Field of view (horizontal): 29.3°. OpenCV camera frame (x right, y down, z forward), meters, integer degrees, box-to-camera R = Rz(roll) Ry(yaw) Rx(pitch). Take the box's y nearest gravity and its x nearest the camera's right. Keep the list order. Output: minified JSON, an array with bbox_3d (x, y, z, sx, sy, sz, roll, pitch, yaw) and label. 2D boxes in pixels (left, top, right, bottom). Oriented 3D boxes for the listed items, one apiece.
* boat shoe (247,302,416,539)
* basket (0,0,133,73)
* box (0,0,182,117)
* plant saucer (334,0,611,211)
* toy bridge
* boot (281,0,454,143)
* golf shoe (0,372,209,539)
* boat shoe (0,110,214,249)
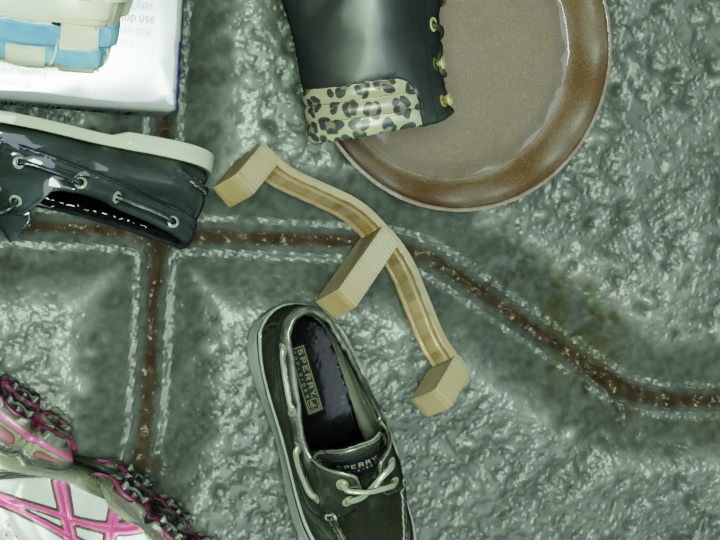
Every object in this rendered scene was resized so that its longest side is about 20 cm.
[{"bbox_3d":[-0.012,0.116,0.827,0.070,0.064,0.201,-25,97,-22],"label":"boat shoe"},{"bbox_3d":[-0.149,-0.195,0.603,0.138,0.176,0.202,9,104,-12],"label":"basket"},{"bbox_3d":[-0.189,-0.190,0.737,0.182,0.105,0.202,3,95,-16],"label":"box"},{"bbox_3d":[0.059,-0.138,0.851,0.199,0.032,0.202,-2,96,-16],"label":"plant saucer"},{"bbox_3d":[0.000,0.000,0.835,0.200,0.027,0.067,47,48,-14],"label":"toy bridge"},{"bbox_3d":[0.042,-0.167,0.794,0.202,0.073,0.155,-15,102,-12],"label":"boot"},{"bbox_3d":[-0.165,0.148,0.797,0.200,0.073,0.092,38,91,-6],"label":"golf shoe"},{"bbox_3d":[-0.181,-0.047,0.770,0.198,0.074,0.067,8,81,-26],"label":"boat shoe"}]
